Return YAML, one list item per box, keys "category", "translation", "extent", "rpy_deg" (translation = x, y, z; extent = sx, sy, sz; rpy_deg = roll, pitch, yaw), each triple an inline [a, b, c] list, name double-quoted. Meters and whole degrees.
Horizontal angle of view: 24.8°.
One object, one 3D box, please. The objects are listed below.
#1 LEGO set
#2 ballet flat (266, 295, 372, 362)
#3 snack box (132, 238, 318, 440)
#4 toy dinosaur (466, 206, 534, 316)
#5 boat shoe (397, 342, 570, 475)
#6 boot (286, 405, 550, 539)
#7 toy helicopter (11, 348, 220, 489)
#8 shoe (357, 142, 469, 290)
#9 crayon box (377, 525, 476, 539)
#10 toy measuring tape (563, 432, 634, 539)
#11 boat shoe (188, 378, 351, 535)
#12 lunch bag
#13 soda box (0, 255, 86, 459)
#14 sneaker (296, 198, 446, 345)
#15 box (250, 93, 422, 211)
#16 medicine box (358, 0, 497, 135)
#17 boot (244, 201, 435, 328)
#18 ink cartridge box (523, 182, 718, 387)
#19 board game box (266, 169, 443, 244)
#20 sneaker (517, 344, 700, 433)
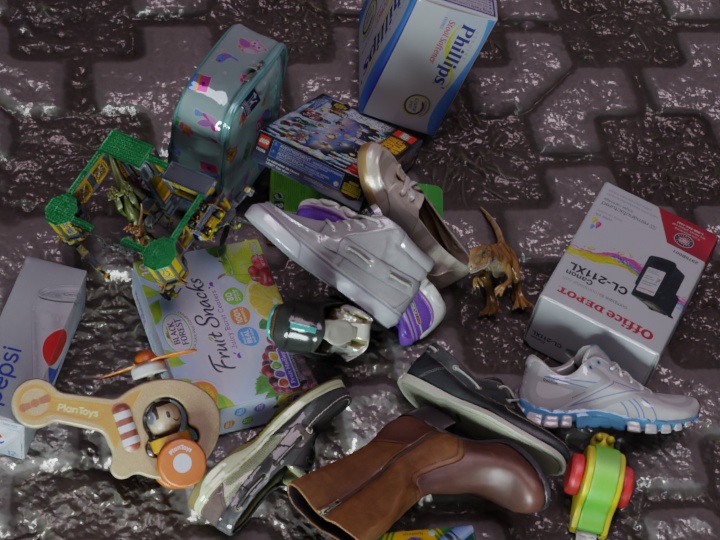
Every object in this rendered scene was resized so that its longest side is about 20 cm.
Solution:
- category: "LEGO set"
  translation: [-0.215, -0.046, 1.697]
  extent: [0.199, 0.116, 0.155]
  rpy_deg: [15, 66, 23]
- category: "ballet flat"
  translation: [-0.030, 0.063, 1.649]
  extent: [0.068, 0.069, 0.200]
  rpy_deg: [9, 4, 19]
- category: "snack box"
  translation: [-0.143, 0.069, 1.689]
  extent: [0.141, 0.053, 0.201]
  rpy_deg: [-12, 54, -19]
- category: "toy dinosaur"
  translation: [0.156, -0.009, 1.798]
  extent: [0.060, 0.107, 0.200]
  rpy_deg: [-6, 7, 10]
- category: "boat shoe"
  translation: [0.133, 0.138, 1.653]
  extent: [0.199, 0.072, 0.068]
  rpy_deg: [29, 62, 29]
- category: "boot"
  translation: [0.060, 0.211, 1.563]
  extent: [0.188, 0.069, 0.199]
  rpy_deg: [33, 38, 28]
- category: "toy helicopter"
  translation: [-0.231, 0.130, 1.555]
  extent: [0.198, 0.079, 0.133]
  rpy_deg: [11, 80, -10]
- category: "shoe"
  translation: [0.059, -0.062, 1.749]
  extent: [0.053, 0.201, 0.070]
  rpy_deg: [-14, 37, 27]
- category: "crayon box"
  translation: [0.063, 0.339, 1.513]
  extent: [0.125, 0.052, 0.201]
  rpy_deg: [-3, 53, -13]
- category: "toy measuring tape"
  translation: [0.233, 0.239, 1.615]
  extent: [0.073, 0.074, 0.201]
  rpy_deg: [14, 50, 0]
- category: "boat shoe"
  translation: [-0.077, 0.186, 1.601]
  extent: [0.200, 0.072, 0.066]
  rpy_deg: [-37, 71, -27]
- category: "lunch bag"
  translation: [-0.141, -0.161, 1.780]
  extent: [0.077, 0.201, 0.161]
  rpy_deg: [27, 49, 10]
- category: "soda box"
  translation: [-0.334, 0.084, 1.632]
  extent: [0.068, 0.064, 0.201]
  rpy_deg: [15, 50, 1]
- category: "sneaker"
  translation: [0.000, 0.000, 1.752]
  extent: [0.200, 0.081, 0.083]
  rpy_deg: [42, 79, 13]
- category: "box"
  translation: [-0.023, -0.136, 1.834]
  extent: [0.136, 0.040, 0.200]
  rpy_deg: [26, 24, 9]
- category: "medicine box"
  translation: [0.075, -0.298, 1.923]
  extent: [0.102, 0.183, 0.201]
  rpy_deg: [16, 42, -14]
- category: "boot"
  translation: [-0.018, -0.033, 1.680]
  extent: [0.200, 0.074, 0.096]
  rpy_deg: [37, 87, -20]
- category: "ink cartridge box"
  translation: [0.288, 0.020, 1.795]
  extent: [0.145, 0.083, 0.200]
  rpy_deg: [27, 51, 10]
- category: "board game box"
  translation: [-0.005, -0.064, 1.842]
  extent: [0.198, 0.030, 0.096]
  rpy_deg: [4, 52, -5]
- category: "sneaker"
  translation: [0.259, 0.121, 1.692]
  extent: [0.198, 0.075, 0.087]
  rpy_deg: [4, 93, -10]
